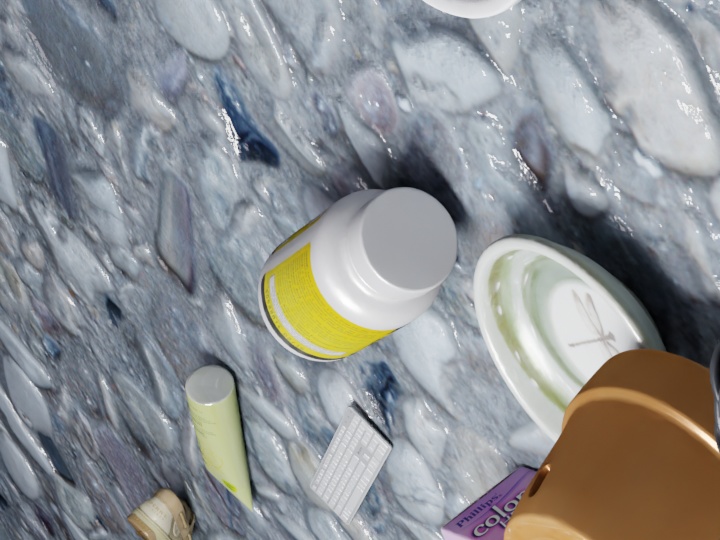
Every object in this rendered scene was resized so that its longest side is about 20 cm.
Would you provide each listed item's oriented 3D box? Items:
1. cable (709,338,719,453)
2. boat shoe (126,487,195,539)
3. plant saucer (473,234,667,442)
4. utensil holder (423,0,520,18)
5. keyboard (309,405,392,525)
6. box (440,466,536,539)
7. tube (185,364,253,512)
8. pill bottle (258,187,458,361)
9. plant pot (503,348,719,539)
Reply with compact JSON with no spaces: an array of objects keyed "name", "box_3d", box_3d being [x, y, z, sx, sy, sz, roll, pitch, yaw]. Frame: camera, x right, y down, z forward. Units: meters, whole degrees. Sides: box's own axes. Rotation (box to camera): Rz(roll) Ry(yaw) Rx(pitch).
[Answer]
[{"name":"cable","box_3d":[0.297,0.080,1.198,0.199,0.051,0.163,-23,115,38]},{"name":"boat shoe","box_3d":[-0.219,0.299,2.388,0.071,0.065,0.200,40,169,11]},{"name":"plant saucer","box_3d":[0.164,0.054,1.468,0.200,0.050,0.201,40,149,30]},{"name":"utensil holder","box_3d":[0.100,-0.251,1.065,0.170,0.200,0.171,39,148,30]},{"name":"keyboard","box_3d":[-0.010,0.188,1.963,0.056,0.011,0.200,50,153,14]},{"name":"box","box_3d":[0.183,0.272,1.630,0.199,0.096,0.177,12,130,54]},{"name":"tube","box_3d":[-0.146,0.178,2.145,0.201,0.052,0.058,85,-177,-52]},{"name":"pill bottle","box_3d":[0.000,0.000,1.619,0.112,0.111,0.200,56,155,0]},{"name":"plant pot","box_3d":[0.189,0.172,1.354,0.200,0.140,0.201,35,148,26]}]
